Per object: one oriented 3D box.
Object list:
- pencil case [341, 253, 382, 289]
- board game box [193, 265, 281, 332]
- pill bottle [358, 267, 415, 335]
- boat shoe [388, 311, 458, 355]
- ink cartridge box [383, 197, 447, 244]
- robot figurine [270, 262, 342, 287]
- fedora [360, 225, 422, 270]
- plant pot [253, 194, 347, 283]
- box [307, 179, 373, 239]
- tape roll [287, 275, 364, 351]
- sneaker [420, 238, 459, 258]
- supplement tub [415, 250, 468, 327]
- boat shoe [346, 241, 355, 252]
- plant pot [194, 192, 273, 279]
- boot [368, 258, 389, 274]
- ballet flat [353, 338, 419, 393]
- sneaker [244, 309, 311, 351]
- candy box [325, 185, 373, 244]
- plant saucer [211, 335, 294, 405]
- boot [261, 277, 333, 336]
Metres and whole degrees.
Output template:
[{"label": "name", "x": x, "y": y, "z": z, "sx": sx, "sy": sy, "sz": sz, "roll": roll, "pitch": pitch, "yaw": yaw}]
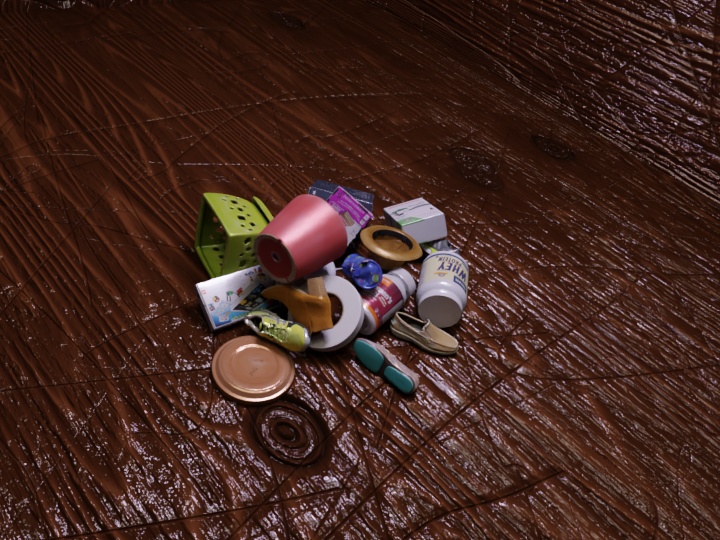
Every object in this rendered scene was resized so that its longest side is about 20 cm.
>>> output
[{"label": "pencil case", "x": 0.000, "y": 0.000, "z": 1.594, "sx": 0.087, "sy": 0.078, "sz": 0.200, "roll": 15, "pitch": 3, "yaw": -13}, {"label": "board game box", "x": -0.319, "y": 0.069, "z": 1.521, "sx": 0.200, "sy": 0.035, "sz": 0.127, "roll": -19, "pitch": 80, "yaw": -35}, {"label": "pill bottle", "x": 0.057, "y": 0.080, "z": 1.601, "sx": 0.109, "sy": 0.110, "sz": 0.200, "roll": 36, "pitch": 54, "yaw": 22}, {"label": "boat shoe", "x": 0.179, "y": 0.169, "z": 1.589, "sx": 0.199, "sy": 0.076, "sz": 0.072, "roll": 18, "pitch": 40, "yaw": 1}, {"label": "ink cartridge box", "x": 0.172, "y": -0.157, "z": 1.876, "sx": 0.146, "sy": 0.085, "sz": 0.200, "roll": -17, "pitch": 25, "yaw": -10}, {"label": "robot figurine", "x": -0.153, "y": 0.010, "z": 1.623, "sx": 0.199, "sy": 0.113, "sz": 0.169, "roll": -7, "pitch": 10, "yaw": -29}, {"label": "fedora", "x": 0.082, "y": -0.057, "z": 1.696, "sx": 0.200, "sy": 0.082, "sz": 0.201, "roll": 16, "pitch": 30, "yaw": -9}, {"label": "plant pot", "x": -0.162, "y": -0.071, "z": 1.482, "sx": 0.200, "sy": 0.201, "sz": 0.177, "roll": 33, "pitch": 46, "yaw": 18}, {"label": "box", "x": -0.067, "y": -0.196, "z": 1.834, "sx": 0.199, "sy": 0.124, "sz": 0.197, "roll": 15, "pitch": 14, "yaw": -2}, {"label": "tape roll", "x": -0.091, "y": 0.111, "z": 1.508, "sx": 0.202, "sy": 0.037, "sz": 0.203, "roll": -6, "pitch": 67, "yaw": 14}, {"label": "sneaker", "x": 0.243, "y": -0.070, "z": 1.852, "sx": 0.081, "sy": 0.074, "sz": 0.200, "roll": -36, "pitch": 42, "yaw": -6}, {"label": "supplement tub", "x": 0.238, "y": 0.054, "z": 1.689, "sx": 0.145, "sy": 0.145, "sz": 0.200, "roll": 17, "pitch": 40, "yaw": 0}, {"label": "boat shoe", "x": -0.117, "y": -0.085, "z": 1.790, "sx": 0.199, "sy": 0.073, "sz": 0.065, "roll": 16, "pitch": 59, "yaw": 0}, {"label": "plant pot", "x": -0.334, "y": -0.088, "z": 1.617, "sx": 0.181, "sy": 0.199, "sz": 0.200, "roll": -8, "pitch": 45, "yaw": -35}, {"label": "boot", "x": 0.093, "y": 0.009, "z": 1.768, "sx": 0.166, "sy": 0.072, "sz": 0.200, "roll": 36, "pitch": 41, "yaw": 4}, {"label": "ballet flat", "x": 0.068, "y": 0.241, "z": 1.491, "sx": 0.200, "sy": 0.068, "sz": 0.067, "roll": 40, "pitch": 25, "yaw": 17}, {"label": "sneaker", "x": -0.208, "y": 0.154, "z": 1.439, "sx": 0.200, "sy": 0.076, "sz": 0.076, "roll": 16, "pitch": 8, "yaw": 35}, {"label": "candy box", "x": -0.077, "y": -0.131, "z": 1.714, "sx": 0.136, "sy": 0.200, "sz": 0.061, "roll": 40, "pitch": 9, "yaw": -7}, {"label": "plant saucer", "x": -0.257, "y": 0.233, "z": 1.400, "sx": 0.200, "sy": 0.032, "sz": 0.201, "roll": 9, "pitch": 41, "yaw": -8}, {"label": "boot", "x": -0.164, "y": 0.103, "z": 1.477, "sx": 0.071, "sy": 0.201, "sz": 0.145, "roll": 4, "pitch": 77, "yaw": -60}]
